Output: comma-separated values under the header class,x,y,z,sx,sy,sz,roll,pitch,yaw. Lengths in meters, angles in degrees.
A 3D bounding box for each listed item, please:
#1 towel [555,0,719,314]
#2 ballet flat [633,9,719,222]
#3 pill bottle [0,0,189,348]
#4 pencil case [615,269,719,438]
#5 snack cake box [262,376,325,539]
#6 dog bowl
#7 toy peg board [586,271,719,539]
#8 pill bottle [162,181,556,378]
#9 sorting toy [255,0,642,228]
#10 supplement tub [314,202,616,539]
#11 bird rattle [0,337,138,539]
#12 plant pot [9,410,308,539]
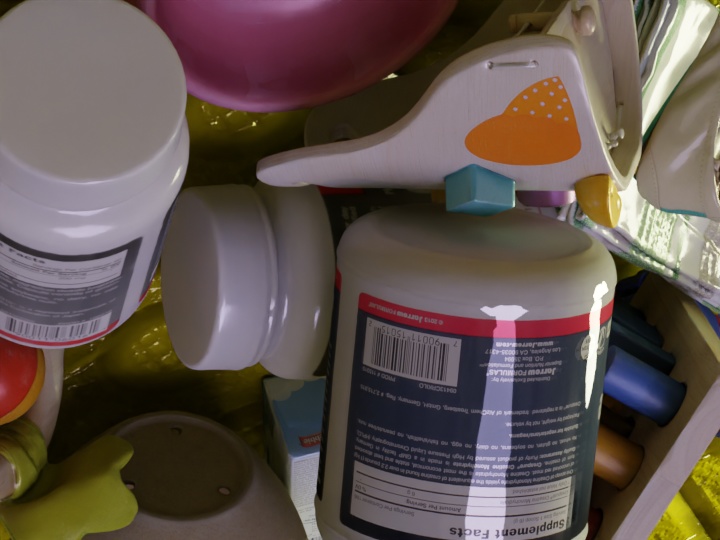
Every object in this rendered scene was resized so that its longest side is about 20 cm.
class,x,y,z,sx,sy,sz,roll,pitch,yaw
towel,0.197,-0.063,1.288,0.199,0.031,0.150,27,85,-44
ballet flat,0.213,-0.116,1.203,0.069,0.069,0.201,20,98,-40
pill bottle,-0.142,-0.047,1.095,0.113,0.115,0.200,-9,161,-15
pencil case,0.230,0.059,1.474,0.199,0.087,0.078,22,151,-40
snack cake box,0.041,0.106,1.449,0.199,0.067,0.115,-12,139,-13
dog bowl,-0.034,-0.159,1.093,0.199,0.074,0.201,-13,141,-10
toy peg board,0.107,0.092,1.302,0.097,0.200,0.200,29,103,-11
pill bottle,0.000,0.000,1.253,0.199,0.114,0.114,-2,138,-24
sorting toy,0.044,-0.076,1.151,0.179,0.200,0.108,-8,106,16
supplement tub,0.050,0.076,1.147,0.139,0.140,0.201,-2,107,-23
bird rattle,-0.215,0.075,1.229,0.112,0.164,0.200,-5,158,33
plant pot,-0.116,0.163,1.349,0.199,0.201,0.135,-6,131,-19
